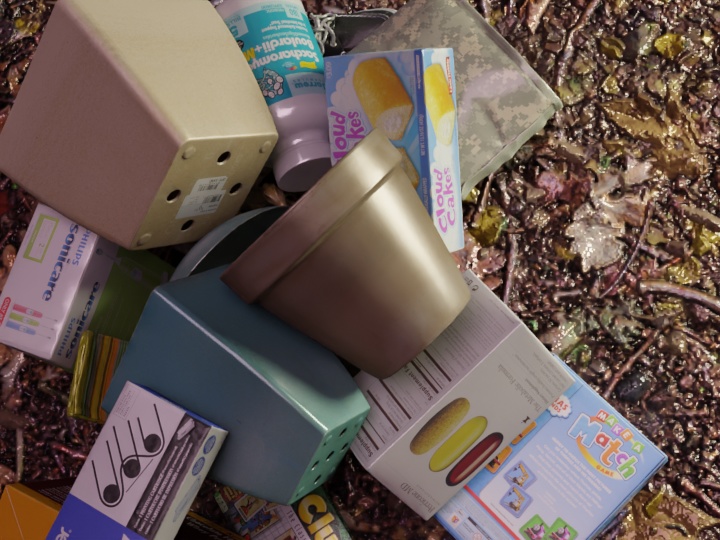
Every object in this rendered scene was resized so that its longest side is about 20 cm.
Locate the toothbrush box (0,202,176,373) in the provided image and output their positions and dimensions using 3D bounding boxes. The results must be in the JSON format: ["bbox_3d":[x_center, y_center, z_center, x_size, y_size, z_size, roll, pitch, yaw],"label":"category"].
[{"bbox_3d":[-0.279,0.035,1.363,0.086,0.200,0.146,16,80,20],"label":"toothbrush box"}]

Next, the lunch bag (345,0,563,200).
[{"bbox_3d":[0.094,-0.178,1.373,0.164,0.118,0.200,-40,65,3],"label":"lunch bag"}]

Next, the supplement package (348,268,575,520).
[{"bbox_3d":[0.085,0.121,1.272,0.200,0.114,0.110,-44,38,2],"label":"supplement package"}]

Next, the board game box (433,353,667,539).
[{"bbox_3d":[0.177,0.205,1.287,0.200,0.037,0.151,-46,68,-1],"label":"board game box"}]

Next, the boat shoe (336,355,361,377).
[{"bbox_3d":[-0.041,0.075,1.367,0.200,0.075,0.068,0,47,22],"label":"boat shoe"}]

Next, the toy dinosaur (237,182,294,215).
[{"bbox_3d":[-0.133,-0.078,1.411,0.200,0.101,0.058,3,64,39],"label":"toy dinosaur"}]

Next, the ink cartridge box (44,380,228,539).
[{"bbox_3d":[-0.204,0.207,1.142,0.094,0.044,0.200,25,85,20],"label":"ink cartridge box"}]

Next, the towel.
[{"bbox_3d":[-0.204,0.123,1.333,0.018,0.200,0.086,-6,72,46],"label":"towel"}]

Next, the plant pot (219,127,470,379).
[{"bbox_3d":[0.000,0.000,1.200,0.200,0.200,0.174,-43,93,0],"label":"plant pot"}]

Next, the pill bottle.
[{"bbox_3d":[-0.083,-0.184,1.355,0.111,0.111,0.200,-24,71,7],"label":"pill bottle"}]

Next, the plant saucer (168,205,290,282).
[{"bbox_3d":[-0.141,0.006,1.322,0.039,0.201,0.201,40,87,19],"label":"plant saucer"}]

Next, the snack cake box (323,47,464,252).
[{"bbox_3d":[0.033,-0.115,1.291,0.115,0.067,0.201,1,100,31],"label":"snack cake box"}]

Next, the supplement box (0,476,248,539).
[{"bbox_3d":[-0.232,0.300,1.268,0.197,0.200,0.133,22,93,19],"label":"supplement box"}]

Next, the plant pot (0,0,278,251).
[{"bbox_3d":[-0.201,-0.132,1.272,0.177,0.200,0.200,45,121,23],"label":"plant pot"}]

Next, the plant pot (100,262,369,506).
[{"bbox_3d":[-0.104,0.114,1.221,0.200,0.141,0.141,35,114,17],"label":"plant pot"}]

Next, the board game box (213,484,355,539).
[{"bbox_3d":[-0.059,0.284,1.334,0.105,0.023,0.200,-34,70,1],"label":"board game box"}]

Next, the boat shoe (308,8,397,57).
[{"bbox_3d":[-0.047,-0.251,1.455,0.199,0.068,0.074,-11,72,11],"label":"boat shoe"}]
